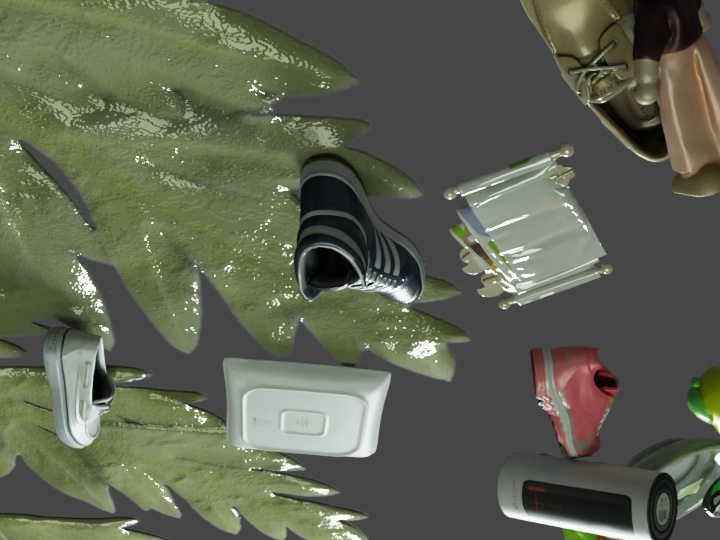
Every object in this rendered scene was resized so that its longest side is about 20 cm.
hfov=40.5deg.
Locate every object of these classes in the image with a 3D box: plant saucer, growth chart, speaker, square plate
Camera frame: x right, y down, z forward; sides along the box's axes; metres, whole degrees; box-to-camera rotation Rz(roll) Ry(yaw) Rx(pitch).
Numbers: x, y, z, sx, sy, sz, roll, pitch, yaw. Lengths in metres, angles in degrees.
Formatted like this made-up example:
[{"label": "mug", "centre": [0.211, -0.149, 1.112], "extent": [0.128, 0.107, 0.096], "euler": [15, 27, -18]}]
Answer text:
[{"label": "plant saucer", "centre": [0.377, 0.261, 1.221], "extent": [0.197, 0.051, 0.202], "euler": [-16, 141, -13]}, {"label": "growth chart", "centre": [0.156, -0.032, 0.921], "extent": [0.143, 0.018, 0.201], "euler": [-14, 139, 21]}, {"label": "speaker", "centre": [0.260, 0.262, 1.138], "extent": [0.198, 0.082, 0.081], "euler": [0, 148, 42]}, {"label": "square plate", "centre": [-0.069, 0.176, 1.190], "extent": [0.195, 0.029, 0.201], "euler": [5, 141, -3]}]

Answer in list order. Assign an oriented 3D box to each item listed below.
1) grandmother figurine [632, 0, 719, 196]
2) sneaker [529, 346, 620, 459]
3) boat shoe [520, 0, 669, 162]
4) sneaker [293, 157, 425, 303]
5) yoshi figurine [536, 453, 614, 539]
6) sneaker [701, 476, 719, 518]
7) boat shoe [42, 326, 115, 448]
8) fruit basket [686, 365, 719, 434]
[{"label": "grandmother figurine", "centre": [0.221, -0.161, 0.681], "extent": [0.060, 0.122, 0.202], "euler": [-9, 118, 33]}, {"label": "sneaker", "centre": [0.256, 0.152, 1.102], "extent": [0.086, 0.075, 0.201], "euler": [-14, 138, 19]}, {"label": "boat shoe", "centre": [0.183, -0.156, 0.724], "extent": [0.072, 0.066, 0.200], "euler": [-23, 135, 29]}, {"label": "sneaker", "centre": [0.000, 0.000, 0.897], "extent": [0.069, 0.110, 0.200], "euler": [-16, 138, 23]}, {"label": "yoshi figurine", "centre": [0.295, 0.305, 1.273], "extent": [0.111, 0.113, 0.200], "euler": [-31, 129, 23]}, {"label": "sneaker", "centre": [0.517, 0.278, 1.205], "extent": [0.197, 0.086, 0.079], "euler": [-7, 140, -9]}, {"label": "boat shoe", "centre": [-0.316, 0.144, 1.127], "extent": [0.066, 0.074, 0.201], "euler": [5, 141, 1]}, {"label": "fruit basket", "centre": [0.467, 0.166, 1.062], "extent": [0.212, 0.157, 0.217], "euler": [-13, 145, -9]}]
